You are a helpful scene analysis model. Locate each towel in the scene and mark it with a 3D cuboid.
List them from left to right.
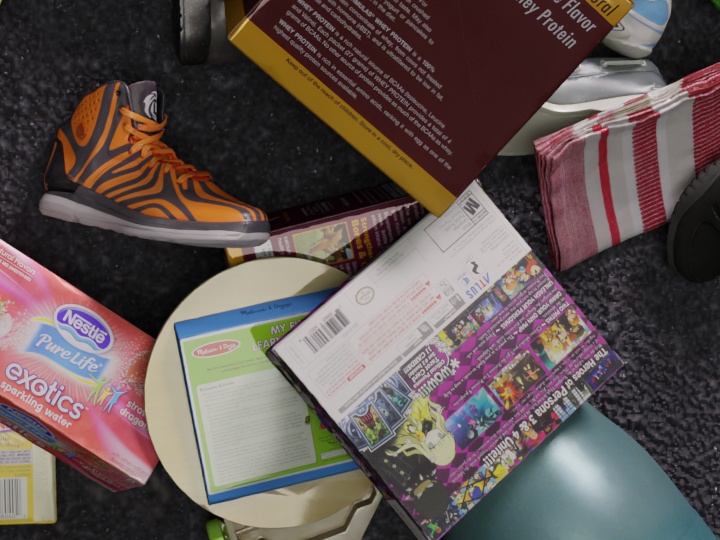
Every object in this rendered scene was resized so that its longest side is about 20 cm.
[{"bbox_3d":[0.233,-0.083,1.325,0.199,0.023,0.144,-23,139,-5],"label":"towel"}]

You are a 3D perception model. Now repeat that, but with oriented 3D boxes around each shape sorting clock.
[{"bbox_3d":[-0.060,0.089,1.249,0.199,0.039,0.201,-2,100,-14],"label":"shape sorting clock"}]

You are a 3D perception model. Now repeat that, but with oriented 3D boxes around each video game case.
[{"bbox_3d":[0.062,0.063,1.226,0.200,0.036,0.181,-41,93,-16],"label":"video game case"}]

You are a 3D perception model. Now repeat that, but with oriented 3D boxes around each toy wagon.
[{"bbox_3d":[-0.051,0.178,1.355,0.154,0.040,0.201,-19,103,-5],"label":"toy wagon"}]

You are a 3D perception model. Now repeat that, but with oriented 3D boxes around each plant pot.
[{"bbox_3d":[0.146,0.190,1.319,0.200,0.200,0.188,-34,90,-2],"label":"plant pot"}]

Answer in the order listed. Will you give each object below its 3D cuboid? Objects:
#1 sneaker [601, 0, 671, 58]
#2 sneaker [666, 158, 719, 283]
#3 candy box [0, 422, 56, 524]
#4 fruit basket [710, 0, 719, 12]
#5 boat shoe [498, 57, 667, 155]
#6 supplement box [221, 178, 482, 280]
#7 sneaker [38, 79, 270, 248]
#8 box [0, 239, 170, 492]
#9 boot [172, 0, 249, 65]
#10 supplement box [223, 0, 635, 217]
[{"bbox_3d":[0.145,-0.227,1.298,0.199,0.072,0.073,20,94,-15],"label":"sneaker"},{"bbox_3d":[0.310,-0.057,1.319,0.073,0.082,0.200,3,132,-36],"label":"sneaker"},{"bbox_3d":[-0.335,0.146,1.308,0.199,0.026,0.103,0,96,-10],"label":"candy box"},{"bbox_3d":[0.268,-0.298,1.290,0.215,0.156,0.216,-19,145,-14],"label":"fruit basket"},{"bbox_3d":[0.145,-0.135,1.330,0.199,0.073,0.062,0,57,-3],"label":"boat shoe"},{"bbox_3d":[0.000,0.000,1.306,0.199,0.086,0.111,-14,103,-6],"label":"supplement box"},{"bbox_3d":[-0.148,-0.080,1.234,0.199,0.077,0.113,12,93,27],"label":"sneaker"},{"bbox_3d":[-0.228,0.069,1.262,0.200,0.095,0.103,35,69,-13],"label":"box"},{"bbox_3d":[-0.073,-0.248,1.266,0.131,0.070,0.201,-2,111,-12],"label":"boot"},{"bbox_3d":[0.043,-0.187,1.189,0.197,0.133,0.200,39,102,-17],"label":"supplement box"}]
